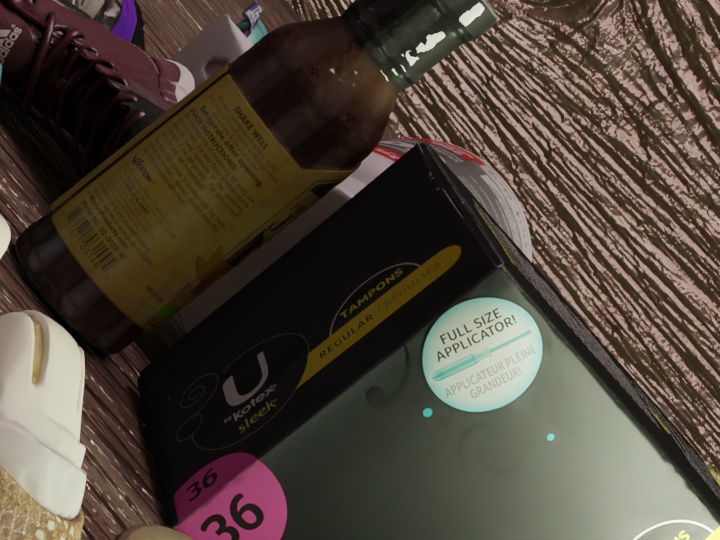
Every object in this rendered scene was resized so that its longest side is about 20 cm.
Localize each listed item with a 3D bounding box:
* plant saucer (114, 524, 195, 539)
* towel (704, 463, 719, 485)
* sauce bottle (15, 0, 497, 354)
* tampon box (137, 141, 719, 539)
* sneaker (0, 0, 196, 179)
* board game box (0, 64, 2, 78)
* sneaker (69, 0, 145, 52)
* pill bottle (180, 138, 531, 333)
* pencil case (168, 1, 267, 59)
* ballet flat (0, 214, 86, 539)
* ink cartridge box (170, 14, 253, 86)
[{"bbox_3d":[-0.013,0.159,0.703,0.200,0.029,0.200,49,7,-8],"label":"plant saucer"},{"bbox_3d":[0.088,0.108,1.066,0.200,0.144,0.023,31,49,-23],"label":"towel"},{"bbox_3d":[-0.037,-0.049,0.936,0.065,0.200,0.065,51,8,-10],"label":"sauce bottle"},{"bbox_3d":[0.039,0.085,0.927,0.200,0.150,0.126,47,7,-25],"label":"tampon box"},{"bbox_3d":[-0.128,-0.069,1.075,0.115,0.076,0.200,35,9,-20],"label":"sneaker"},{"bbox_3d":[-0.186,-0.089,0.820,0.152,0.045,0.200,48,6,-18],"label":"board game box"},{"bbox_3d":[-0.160,-0.152,1.295,0.100,0.069,0.200,54,7,-42],"label":"sneaker"},{"bbox_3d":[0.000,0.000,1.084,0.114,0.114,0.200,51,16,8],"label":"pill bottle"},{"bbox_3d":[-0.037,-0.066,1.526,0.200,0.085,0.092,50,40,-15],"label":"pencil case"},{"bbox_3d":[-0.112,0.018,0.640,0.200,0.065,0.071,54,7,25],"label":"ballet flat"},{"bbox_3d":[-0.033,-0.026,1.342,0.200,0.085,0.145,49,6,-25],"label":"ink cartridge box"}]
